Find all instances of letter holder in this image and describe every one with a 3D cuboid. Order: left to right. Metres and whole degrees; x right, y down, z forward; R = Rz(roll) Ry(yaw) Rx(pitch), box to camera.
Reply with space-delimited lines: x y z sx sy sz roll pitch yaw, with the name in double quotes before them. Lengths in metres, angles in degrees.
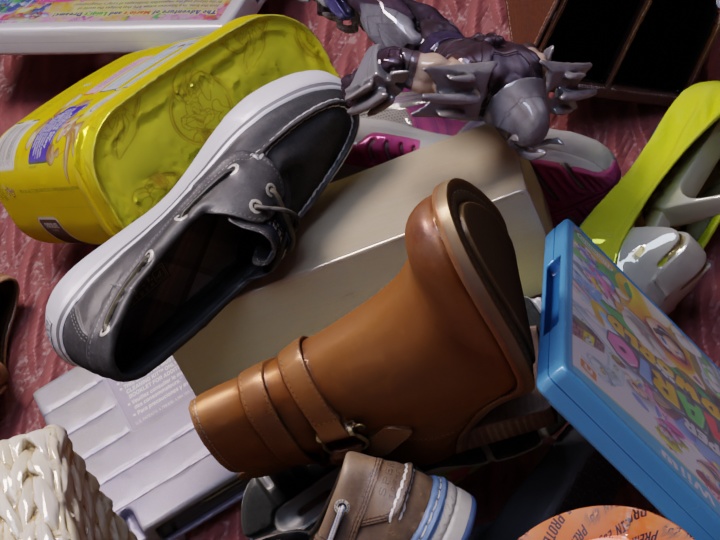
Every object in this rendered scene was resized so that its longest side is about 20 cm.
"letter holder" 0.145 -0.217 1.098 0.100 0.142 0.201 6 51 -13

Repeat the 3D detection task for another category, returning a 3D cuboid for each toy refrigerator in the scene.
"toy refrigerator" 0.000 0.000 0.999 0.199 0.070 0.076 -21 32 10

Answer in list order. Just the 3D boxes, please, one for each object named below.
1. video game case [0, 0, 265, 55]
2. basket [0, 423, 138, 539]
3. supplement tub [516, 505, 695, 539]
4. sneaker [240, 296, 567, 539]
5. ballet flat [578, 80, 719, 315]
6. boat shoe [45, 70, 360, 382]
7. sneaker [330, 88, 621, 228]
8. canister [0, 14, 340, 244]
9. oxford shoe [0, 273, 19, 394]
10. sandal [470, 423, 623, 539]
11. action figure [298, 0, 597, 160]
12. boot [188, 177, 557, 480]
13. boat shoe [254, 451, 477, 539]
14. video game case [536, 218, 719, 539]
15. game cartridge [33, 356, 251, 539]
"video game case" -0.142 -0.196 1.256 0.199 0.024 0.182 2 39 21
"basket" -0.169 0.211 0.874 0.160 0.199 0.201 -18 50 4
"supplement tub" 0.115 0.185 0.784 0.122 0.200 0.123 -10 51 13
"sneaker" 0.031 0.077 0.970 0.199 0.090 0.078 -30 82 2
"ballet flat" 0.160 -0.024 1.009 0.067 0.067 0.200 2 50 48
"boat shoe" -0.065 -0.020 0.947 0.200 0.070 0.066 -40 40 -18
"sneaker" 0.057 -0.079 1.085 0.199 0.081 0.088 14 62 28
"canister" -0.114 -0.073 1.077 0.148 0.087 0.200 -36 17 -21
"oxford shoe" -0.237 0.075 1.087 0.071 0.071 0.201 -2 53 13
"sandal" 0.057 0.150 0.920 0.043 0.076 0.200 24 55 31
"action figure" 0.033 -0.112 0.966 0.200 0.130 0.070 46 116 36
"boot" -0.001 0.040 0.833 0.154 0.200 0.074 -12 58 7
"boat shoe" -0.028 0.155 0.886 0.200 0.072 0.072 -54 8 26
"video game case" 0.135 0.059 0.860 0.018 0.143 0.200 -43 9 18
"game cartridge" -0.070 0.062 1.057 0.199 0.038 0.130 -31 46 -4
